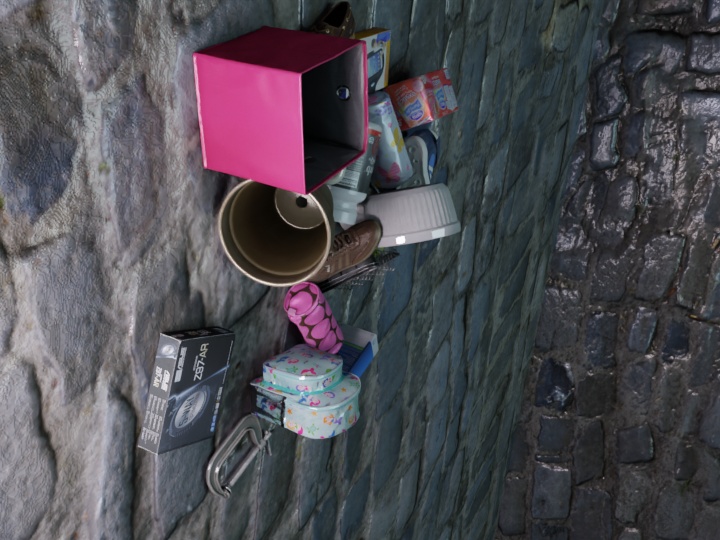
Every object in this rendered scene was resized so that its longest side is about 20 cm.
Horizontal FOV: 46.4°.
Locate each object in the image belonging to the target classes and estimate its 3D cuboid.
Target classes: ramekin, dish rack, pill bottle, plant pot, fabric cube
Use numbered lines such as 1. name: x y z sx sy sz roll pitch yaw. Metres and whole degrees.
1. ramekin: 0.101 -0.117 1.725 0.200 0.200 0.105 -21 104 -59
2. dish rack: 0.000 0.000 1.808 0.200 0.153 0.055 3 65 -64
3. pill bottle: -0.034 -0.198 1.649 0.116 0.116 0.200 0 105 -64
4. plant pot: -0.126 -0.094 1.474 0.174 0.200 0.200 -59 156 -64
5. fabric cube: -0.121 -0.262 1.342 0.200 0.199 0.197 -42 139 -48

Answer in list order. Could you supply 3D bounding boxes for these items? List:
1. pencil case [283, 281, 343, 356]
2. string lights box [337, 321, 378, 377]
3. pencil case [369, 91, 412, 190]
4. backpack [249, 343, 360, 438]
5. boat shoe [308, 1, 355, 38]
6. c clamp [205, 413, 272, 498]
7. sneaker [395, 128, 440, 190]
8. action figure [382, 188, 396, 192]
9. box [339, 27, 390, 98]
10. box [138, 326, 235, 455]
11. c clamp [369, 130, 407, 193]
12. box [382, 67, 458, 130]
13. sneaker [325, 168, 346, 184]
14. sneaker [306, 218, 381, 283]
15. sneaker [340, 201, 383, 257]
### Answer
1. pencil case: -0.098 0.110 1.743 0.094 0.091 0.200 -45 144 -17
2. string lights box: -0.053 0.212 1.868 0.200 0.103 0.059 -52 148 -36
3. pencil case: 0.044 -0.270 1.744 0.083 0.091 0.200 -46 130 -39
4. backpack: -0.099 0.242 1.665 0.177 0.200 0.151 -23 128 -51
5. boat shoe: -0.068 -0.415 1.508 0.070 0.070 0.200 90 21 -45
6. c clamp: -0.238 0.379 1.681 0.200 0.027 0.171 -47 144 -44
7. sneaker: 0.140 -0.221 1.911 0.146 0.080 0.201 -37 133 -60
8. action figure: 0.106 -0.149 1.980 0.119 0.102 0.200 -61 156 1
9. box: -0.003 -0.410 1.676 0.200 0.041 0.119 -39 138 -53
10. box: -0.295 0.201 1.441 0.160 0.043 0.200 0 105 -64
11. c clamp: 0.053 -0.273 1.860 0.171 0.027 0.200 48 60 -47
12. box: 0.136 -0.376 1.846 0.200 0.094 0.103 -40 114 -62
13. sneaker: -0.066 -0.232 1.528 0.085 0.075 0.200 69 5 -65
14. sneaker: -0.047 -0.034 1.667 0.200 0.071 0.075 -37 159 23
15. sneaker: 0.005 -0.120 1.849 0.200 0.076 0.105 70 25 -51
